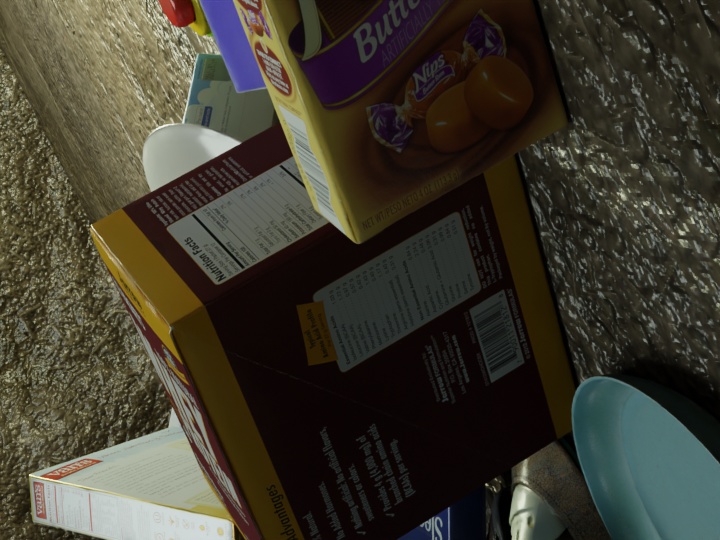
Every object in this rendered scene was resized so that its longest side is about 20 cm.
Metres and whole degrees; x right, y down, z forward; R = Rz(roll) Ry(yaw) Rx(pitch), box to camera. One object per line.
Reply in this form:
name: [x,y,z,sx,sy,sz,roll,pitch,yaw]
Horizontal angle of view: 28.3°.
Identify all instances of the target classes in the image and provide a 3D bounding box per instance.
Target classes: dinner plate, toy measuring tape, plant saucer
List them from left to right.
toy measuring tape: [-0.120,-0.205,1.004,0.200,0.073,0.074,33,149,62]
dinner plate: [-0.067,-0.015,0.929,0.198,0.024,0.201,29,152,17]
plant saucer: [0.172,0.135,0.698,0.201,0.027,0.201,56,166,22]

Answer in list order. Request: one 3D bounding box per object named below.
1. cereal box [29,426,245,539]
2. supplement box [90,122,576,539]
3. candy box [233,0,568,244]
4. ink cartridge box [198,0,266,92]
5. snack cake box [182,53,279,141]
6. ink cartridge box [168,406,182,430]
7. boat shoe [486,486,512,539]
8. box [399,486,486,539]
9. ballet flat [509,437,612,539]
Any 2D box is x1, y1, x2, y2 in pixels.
cereal box: [-0.106,0.149,0.959,0.198,0.143,0.040,3,101,39]
supplement box: [-0.010,0.032,0.791,0.133,0.198,0.199,41,156,54]
candy box: [0.005,-0.128,0.606,0.056,0.116,0.202,36,152,60]
ink cartridge box: [-0.085,-0.205,0.777,0.201,0.043,0.200,-101,-9,-56]
snack cake box: [-0.086,-0.053,1.067,0.201,0.066,0.116,85,-170,-57]
ink cartridge box: [-0.077,0.161,1.105,0.146,0.086,0.202,34,133,21]
boat shoe: [0.136,0.218,0.902,0.201,0.071,0.065,56,171,44]
box: [0.054,0.169,1.006,0.121,0.032,0.203,-170,77,-72]
ballet flat: [0.130,0.176,0.844,0.201,0.067,0.068,56,161,23]
